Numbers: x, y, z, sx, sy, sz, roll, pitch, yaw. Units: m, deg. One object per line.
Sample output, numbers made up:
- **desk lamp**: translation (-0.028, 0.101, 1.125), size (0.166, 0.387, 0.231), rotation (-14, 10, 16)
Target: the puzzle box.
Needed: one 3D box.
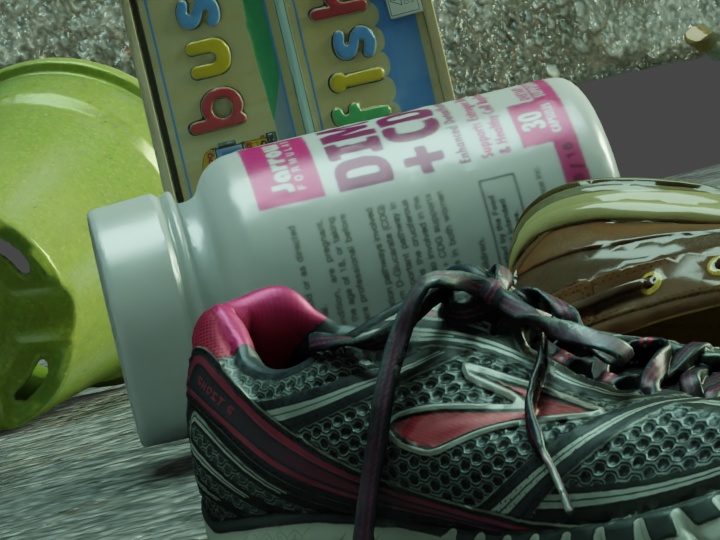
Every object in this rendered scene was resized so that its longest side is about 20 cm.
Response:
- **puzzle box**: translation (-0.020, -0.044, 1.162), size (0.132, 0.201, 0.025), rotation (-14, 3, -1)

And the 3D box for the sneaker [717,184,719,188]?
- **sneaker**: translation (0.208, -0.020, 0.839), size (0.199, 0.078, 0.140), rotation (-18, 6, -16)

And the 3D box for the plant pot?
- **plant pot**: translation (-0.190, 0.000, 1.518), size (0.199, 0.201, 0.184), rotation (-12, 14, 17)

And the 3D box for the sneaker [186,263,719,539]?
- **sneaker**: translation (0.039, 0.032, 0.572), size (0.199, 0.075, 0.080), rotation (-11, 3, 35)

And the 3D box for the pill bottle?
- **pill bottle**: translation (0.000, 0.000, 1.064), size (0.199, 0.114, 0.113), rotation (-14, 2, -7)

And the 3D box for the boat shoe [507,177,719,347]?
- **boat shoe**: translation (0.126, 0.016, 0.707), size (0.199, 0.072, 0.068), rotation (-3, 40, 26)

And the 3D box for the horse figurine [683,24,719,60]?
- **horse figurine**: translation (0.184, -0.132, 0.995), size (0.132, 0.201, 0.050), rotation (22, 7, -47)
